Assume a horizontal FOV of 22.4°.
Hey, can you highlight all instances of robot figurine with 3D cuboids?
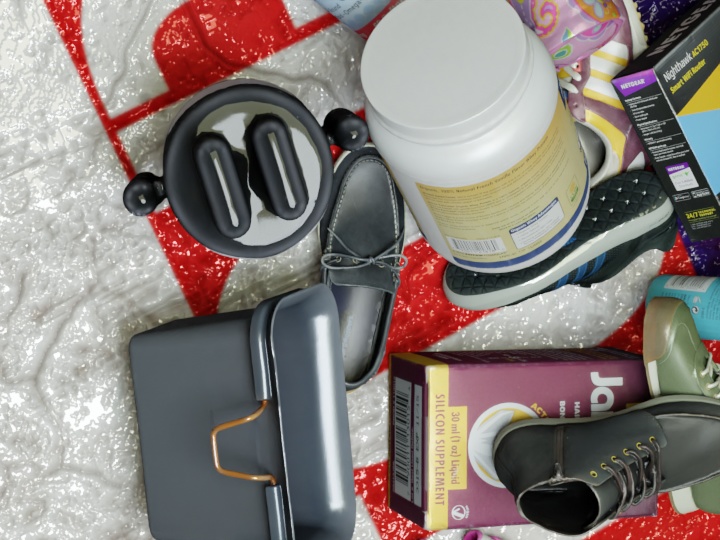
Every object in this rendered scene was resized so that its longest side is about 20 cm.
[{"bbox_3d":[-0.084,-0.078,1.316,0.149,0.200,0.126,21,97,-8],"label":"robot figurine"}]

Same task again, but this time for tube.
[{"bbox_3d":[0.324,0.033,1.449,0.050,0.199,0.078,52,56,-37],"label":"tube"}]

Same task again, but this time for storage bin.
[{"bbox_3d":[-0.095,0.119,1.351,0.133,0.145,0.202,-4,96,22],"label":"storage bin"}]

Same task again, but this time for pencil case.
[{"bbox_3d":[0.124,-0.252,1.397,0.087,0.087,0.201,-25,81,-13],"label":"pencil case"}]

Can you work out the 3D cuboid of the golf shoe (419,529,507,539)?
[{"bbox_3d":[0.126,0.256,1.473,0.198,0.075,0.092,-1,91,-18],"label":"golf shoe"}]

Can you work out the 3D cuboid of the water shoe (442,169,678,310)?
[{"bbox_3d":[0.165,-0.006,1.461,0.199,0.072,0.079,-24,138,5],"label":"water shoe"}]

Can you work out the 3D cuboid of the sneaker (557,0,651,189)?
[{"bbox_3d":[0.180,-0.164,1.454,0.090,0.075,0.201,-28,101,-18],"label":"sneaker"}]

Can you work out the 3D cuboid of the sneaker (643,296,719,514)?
[{"bbox_3d":[0.280,0.108,1.415,0.067,0.089,0.201,-52,136,-47],"label":"sneaker"}]

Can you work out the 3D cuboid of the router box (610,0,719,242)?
[{"bbox_3d":[0.298,-0.138,1.459,0.200,0.051,0.150,-42,109,-38],"label":"router box"}]

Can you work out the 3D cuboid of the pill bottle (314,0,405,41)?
[{"bbox_3d":[-0.024,-0.263,1.367,0.199,0.109,0.109,35,84,-16],"label":"pill bottle"}]

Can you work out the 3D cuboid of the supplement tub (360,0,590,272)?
[{"bbox_3d":[0.085,-0.103,1.349,0.144,0.144,0.200,-45,148,-9],"label":"supplement tub"}]

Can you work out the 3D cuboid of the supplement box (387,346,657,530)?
[{"bbox_3d":[0.128,0.131,1.446,0.198,0.103,0.132,-2,93,-17],"label":"supplement box"}]

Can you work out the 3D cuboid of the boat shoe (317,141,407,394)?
[{"bbox_3d":[0.000,0.000,1.420,0.074,0.062,0.202,9,90,-15],"label":"boat shoe"}]

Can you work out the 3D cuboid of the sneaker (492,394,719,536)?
[{"bbox_3d":[0.202,0.151,1.339,0.198,0.106,0.075,-8,109,-2],"label":"sneaker"}]
